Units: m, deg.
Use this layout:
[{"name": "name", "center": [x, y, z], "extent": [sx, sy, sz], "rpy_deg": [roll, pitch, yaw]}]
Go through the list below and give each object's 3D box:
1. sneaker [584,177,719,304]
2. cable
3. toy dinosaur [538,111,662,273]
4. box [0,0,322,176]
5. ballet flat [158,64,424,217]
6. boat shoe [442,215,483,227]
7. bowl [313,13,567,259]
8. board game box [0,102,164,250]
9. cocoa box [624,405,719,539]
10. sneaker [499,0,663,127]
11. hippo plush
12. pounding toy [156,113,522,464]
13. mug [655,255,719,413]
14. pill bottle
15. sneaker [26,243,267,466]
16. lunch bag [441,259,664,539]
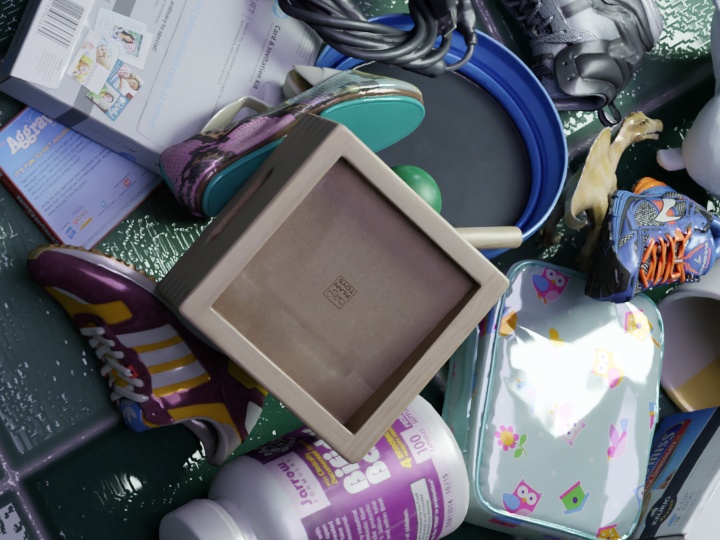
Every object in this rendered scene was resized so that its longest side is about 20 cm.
[{"name": "sneaker", "center": [0.218, -0.021, 1.762], "extent": [0.200, 0.078, 0.076], "rpy_deg": [-38, 142, -63]}, {"name": "cable", "center": [-0.006, -0.224, 1.739], "extent": [0.162, 0.051, 0.201], "rpy_deg": [-4, 62, -37]}, {"name": "toy dinosaur", "center": [0.165, -0.054, 1.796], "extent": [0.058, 0.102, 0.200], "rpy_deg": [21, 34, 14]}, {"name": "box", "center": [-0.133, -0.152, 1.676], "extent": [0.199, 0.041, 0.157], "rpy_deg": [27, 71, -21]}, {"name": "ballet flat", "center": [-0.050, -0.099, 1.656], "extent": [0.199, 0.069, 0.071], "rpy_deg": [-25, 56, -27]}, {"name": "boat shoe", "center": [0.002, 0.000, 1.733], "extent": [0.199, 0.060, 0.076], "rpy_deg": [-21, 92, -28]}, {"name": "bowl", "center": [0.051, -0.092, 1.748], "extent": [0.199, 0.039, 0.202], "rpy_deg": [10, 58, -15]}, {"name": "board game box", "center": [-0.163, -0.107, 1.688], "extent": [0.200, 0.019, 0.103], "rpy_deg": [-45, 105, -25]}, {"name": "cocoa box", "center": [0.298, 0.212, 1.812], "extent": [0.200, 0.131, 0.134], "rpy_deg": [42, 66, -15]}, {"name": "sneaker", "center": [0.135, -0.187, 1.820], "extent": [0.199, 0.075, 0.115], "rpy_deg": [29, 68, -23]}, {"name": "hippo plush", "center": [0.317, -0.124, 1.835], "extent": [0.200, 0.158, 0.162], "rpy_deg": [44, 59, -56]}, {"name": "pounding toy", "center": [0.000, 0.000, 1.602], "extent": [0.184, 0.142, 0.200], "rpy_deg": [42, 86, -15]}, {"name": "mug", "center": [0.316, 0.046, 1.865], "extent": [0.149, 0.187, 0.153], "rpy_deg": [34, 54, 18]}, {"name": "pill bottle", "center": [-0.033, 0.165, 1.660], "extent": [0.199, 0.112, 0.113], "rpy_deg": [-24, 93, -29]}, {"name": "sneaker", "center": [-0.148, 0.057, 1.634], "extent": [0.199, 0.075, 0.091], "rpy_deg": [32, 77, -23]}, {"name": "lunch bag", "center": [0.134, 0.094, 1.778], "extent": [0.159, 0.077, 0.202], "rpy_deg": [15, 76, -23]}]
